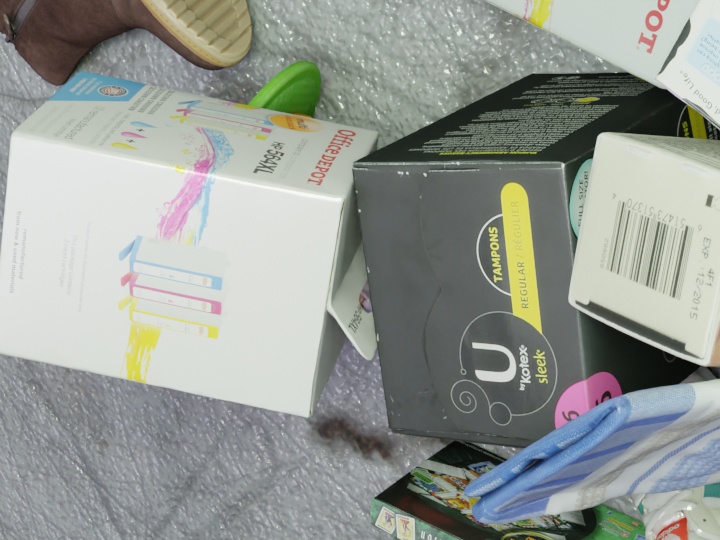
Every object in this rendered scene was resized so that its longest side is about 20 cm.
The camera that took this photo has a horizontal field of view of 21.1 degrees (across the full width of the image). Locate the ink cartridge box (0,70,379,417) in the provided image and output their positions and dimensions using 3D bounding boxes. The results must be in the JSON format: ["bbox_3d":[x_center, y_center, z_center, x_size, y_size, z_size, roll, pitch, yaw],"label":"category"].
[{"bbox_3d":[-0.078,-0.015,1.031,0.199,0.129,0.126,11,112,5],"label":"ink cartridge box"}]

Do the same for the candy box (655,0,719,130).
[{"bbox_3d":[0.243,-0.160,0.884,0.072,0.168,0.200,40,124,22],"label":"candy box"}]

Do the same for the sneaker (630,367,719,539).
[{"bbox_3d":[0.185,0.125,1.090,0.200,0.093,0.070,53,128,6],"label":"sneaker"}]

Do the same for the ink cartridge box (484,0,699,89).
[{"bbox_3d":[0.125,-0.207,0.970,0.200,0.145,0.146,31,122,22],"label":"ink cartridge box"}]

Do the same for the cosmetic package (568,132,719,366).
[{"bbox_3d":[0.209,-0.010,0.918,0.103,0.199,0.088,26,111,53],"label":"cosmetic package"}]

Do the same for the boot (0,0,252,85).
[{"bbox_3d":[-0.164,-0.172,1.254,0.200,0.072,0.166,48,140,9],"label":"boot"}]

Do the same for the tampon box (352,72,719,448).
[{"bbox_3d":[0.108,-0.012,1.023,0.126,0.200,0.150,2,110,34],"label":"tampon box"}]

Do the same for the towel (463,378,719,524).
[{"bbox_3d":[0.164,0.080,0.907,0.147,0.199,0.024,-42,58,54],"label":"towel"}]

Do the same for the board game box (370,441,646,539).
[{"bbox_3d":[0.115,0.163,1.148,0.200,0.105,0.024,23,116,27],"label":"board game box"}]

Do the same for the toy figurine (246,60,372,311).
[{"bbox_3d":[0.000,0.000,1.167,0.184,0.150,0.200,33,146,10],"label":"toy figurine"}]
